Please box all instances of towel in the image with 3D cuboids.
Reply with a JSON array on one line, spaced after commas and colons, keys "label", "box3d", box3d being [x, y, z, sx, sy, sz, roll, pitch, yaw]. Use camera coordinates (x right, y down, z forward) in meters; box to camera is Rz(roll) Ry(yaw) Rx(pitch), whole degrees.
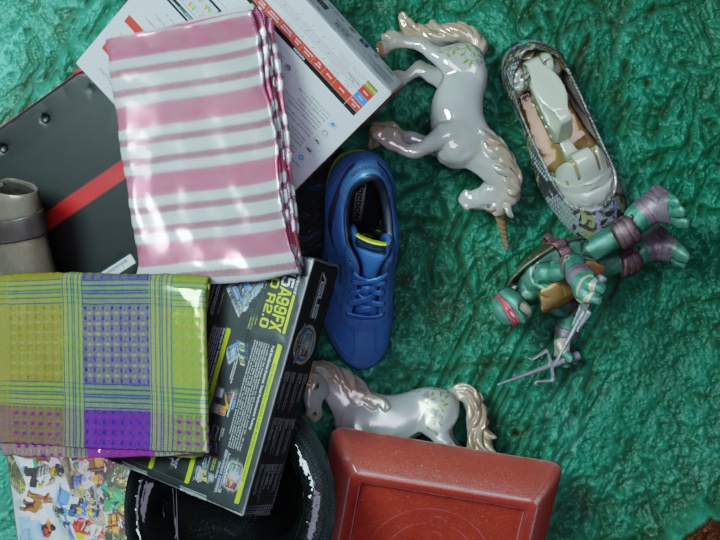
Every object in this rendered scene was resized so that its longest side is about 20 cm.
[{"label": "towel", "box3d": [-0.122, -0.088, 0.846, 0.145, 0.030, 0.203, -6, 92, 25]}, {"label": "towel", "box3d": [-0.205, 0.073, 0.870, 0.198, 0.023, 0.146, -2, 88, 19]}]

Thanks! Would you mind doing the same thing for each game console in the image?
[{"label": "game console", "box3d": [-0.251, -0.062, 0.975, 0.199, 0.031, 0.178, -31, 94, 16]}]

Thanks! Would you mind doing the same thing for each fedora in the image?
[{"label": "fedora", "box3d": [-0.096, 0.195, 0.930, 0.199, 0.091, 0.203, -5, 79, 26]}]

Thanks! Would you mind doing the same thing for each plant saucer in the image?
[{"label": "plant saucer", "box3d": [0.058, 0.245, 0.954, 0.198, 0.037, 0.202, 9, 109, -2]}]

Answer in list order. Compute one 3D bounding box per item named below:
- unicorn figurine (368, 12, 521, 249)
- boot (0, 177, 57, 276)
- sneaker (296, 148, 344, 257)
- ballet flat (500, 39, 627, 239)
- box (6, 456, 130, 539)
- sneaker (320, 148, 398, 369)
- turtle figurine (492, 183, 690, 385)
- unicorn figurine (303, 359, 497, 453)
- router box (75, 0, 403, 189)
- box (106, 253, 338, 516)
[{"label": "unicorn figurine", "box3d": [0.076, -0.128, 0.973, 0.136, 0.074, 0.203, 5, 87, -2]}, {"label": "boot", "box3d": [-0.277, 0.001, 0.931, 0.198, 0.070, 0.148, 18, 117, 18]}, {"label": "sneaker", "box3d": [-0.059, -0.107, 0.986, 0.075, 0.078, 0.203, -12, 104, -42]}, {"label": "ballet flat", "box3d": [0.180, -0.112, 0.985, 0.071, 0.072, 0.202, -25, 89, -1]}, {"label": "box", "box3d": [-0.233, 0.210, 0.985, 0.135, 0.038, 0.203, -8, 89, -1]}, {"label": "sneaker", "box3d": [0.000, 0.000, 0.951, 0.065, 0.079, 0.202, -3, 111, -9]}, {"label": "turtle figurine", "box3d": [0.185, 0.013, 0.952, 0.199, 0.150, 0.101, -33, 73, -4]}, {"label": "unicorn figurine", "box3d": [0.020, 0.140, 0.981, 0.198, 0.074, 0.139, -7, 88, -17]}, {"label": "router box", "box3d": [-0.098, -0.158, 0.893, 0.179, 0.049, 0.200, -41, 95, 22]}, {"label": "box", "box3d": [-0.118, 0.071, 0.884, 0.159, 0.044, 0.202, 14, 88, 27]}]
